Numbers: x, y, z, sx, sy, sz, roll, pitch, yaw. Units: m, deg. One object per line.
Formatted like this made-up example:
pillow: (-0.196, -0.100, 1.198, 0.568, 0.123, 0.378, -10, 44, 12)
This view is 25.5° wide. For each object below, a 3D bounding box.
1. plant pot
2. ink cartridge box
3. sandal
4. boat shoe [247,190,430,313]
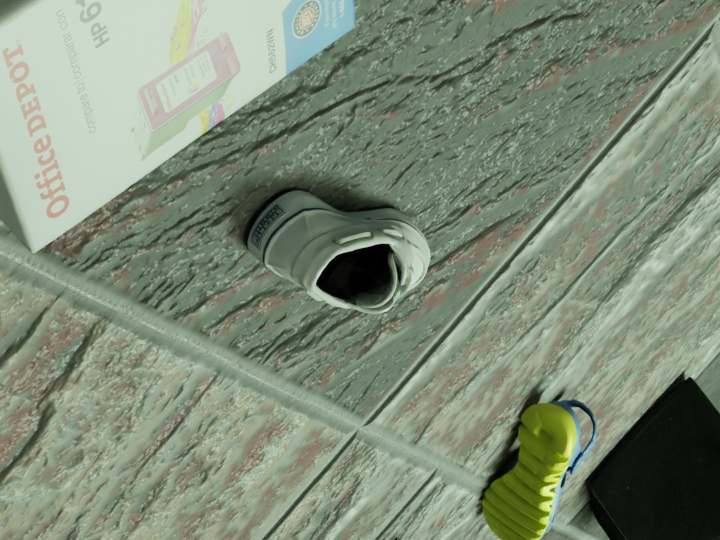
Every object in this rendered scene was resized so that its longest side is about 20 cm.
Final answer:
plant pot: (0.388, 0.287, 1.931, 0.176, 0.201, 0.200, -33, 153, -4)
ink cartridge box: (-0.103, -0.123, 0.701, 0.199, 0.085, 0.145, -37, 153, -19)
sandal: (0.190, 0.206, 1.631, 0.087, 0.079, 0.201, -26, 149, -45)
boat shoe: (0.000, 0.000, 1.054, 0.074, 0.065, 0.199, -56, 153, 16)
